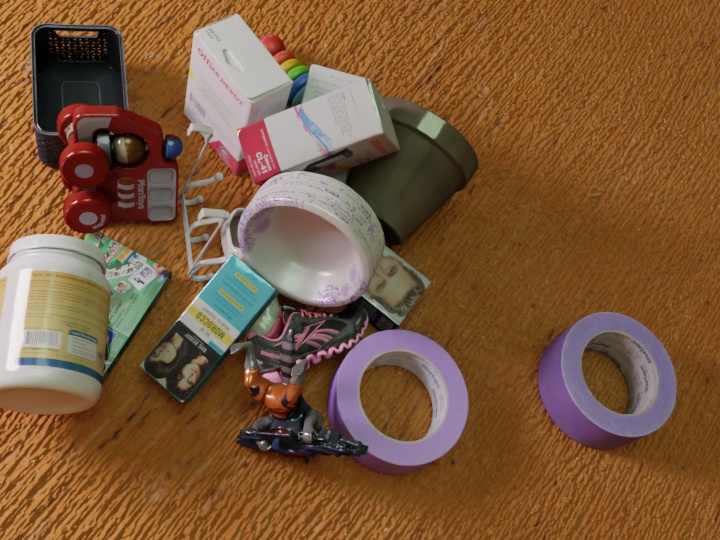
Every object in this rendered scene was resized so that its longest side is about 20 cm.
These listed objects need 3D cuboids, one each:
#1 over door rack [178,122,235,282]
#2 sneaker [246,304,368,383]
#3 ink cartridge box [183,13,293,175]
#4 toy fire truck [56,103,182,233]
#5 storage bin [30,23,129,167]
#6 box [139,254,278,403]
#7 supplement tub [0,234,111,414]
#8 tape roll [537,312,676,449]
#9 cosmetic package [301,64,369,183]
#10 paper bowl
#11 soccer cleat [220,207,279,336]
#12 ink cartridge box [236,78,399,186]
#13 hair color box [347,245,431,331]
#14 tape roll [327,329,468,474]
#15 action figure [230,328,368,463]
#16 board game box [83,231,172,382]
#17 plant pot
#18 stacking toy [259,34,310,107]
[{"bbox_3d":[-0.215,-0.090,1.189,0.066,0.200,0.149,-4,65,-19],"label":"over door rack"},{"bbox_3d":[-0.077,0.086,1.204,0.199,0.079,0.096,-28,103,-27],"label":"sneaker"},{"bbox_3d":[-0.192,-0.267,1.281,0.083,0.200,0.145,-34,79,-27],"label":"ink cartridge box"},{"bbox_3d":[-0.340,-0.147,1.186,0.167,0.201,0.113,-4,46,-19],"label":"toy fire truck"},{"bbox_3d":[-0.428,-0.267,1.274,0.134,0.094,0.201,-3,67,-18],"label":"storage bin"},{"bbox_3d":[-0.209,0.081,1.157,0.082,0.049,0.200,39,85,4],"label":"box"},{"bbox_3d":[-0.396,0.070,1.062,0.144,0.145,0.201,5,65,-14],"label":"supplement tub"},{"bbox_3d":[0.388,0.173,1.312,0.198,0.085,0.201,6,65,-13],"label":"tape roll"},{"bbox_3d":[-0.056,-0.212,1.311,0.101,0.074,0.201,13,97,-5],"label":"cosmetic package"},{"bbox_3d":[-0.062,-0.052,1.167,0.200,0.201,0.105,29,48,-1],"label":"paper bowl"},{"bbox_3d":[-0.166,0.004,1.232,0.069,0.078,0.201,-12,70,-21],"label":"soccer cleat"},{"bbox_3d":[-0.057,-0.187,1.192,0.199,0.148,0.086,-18,85,11],"label":"ink cartridge box"},{"bbox_3d":[0.000,0.000,1.293,0.200,0.061,0.100,38,62,3],"label":"hair color box"},{"bbox_3d":[0.054,0.191,1.217,0.199,0.066,0.201,7,63,-14],"label":"tape roll"},{"bbox_3d":[-0.075,0.185,1.120,0.199,0.194,0.105,5,40,22],"label":"action figure"},{"bbox_3d":[-0.375,0.052,1.176,0.134,0.029,0.201,29,61,-1],"label":"board game box"},{"bbox_3d":[0.061,-0.144,1.319,0.199,0.200,0.174,32,77,0],"label":"plant pot"},{"bbox_3d":[-0.113,-0.321,1.404,0.085,0.086,0.200,-31,73,-26],"label":"stacking toy"}]
